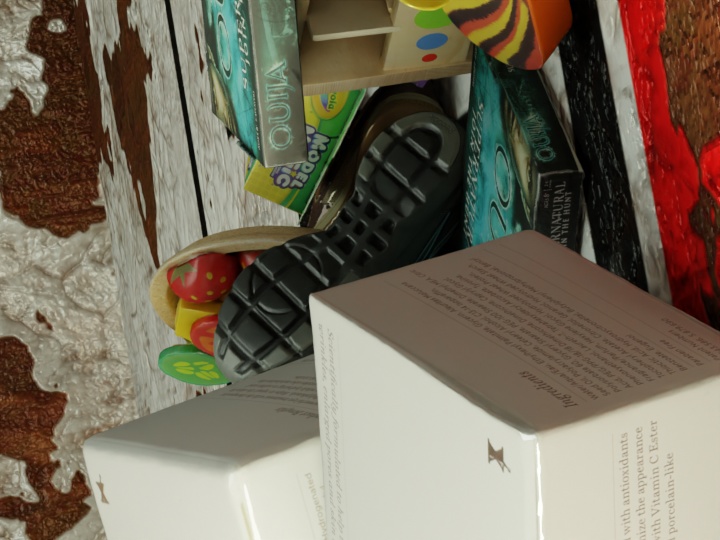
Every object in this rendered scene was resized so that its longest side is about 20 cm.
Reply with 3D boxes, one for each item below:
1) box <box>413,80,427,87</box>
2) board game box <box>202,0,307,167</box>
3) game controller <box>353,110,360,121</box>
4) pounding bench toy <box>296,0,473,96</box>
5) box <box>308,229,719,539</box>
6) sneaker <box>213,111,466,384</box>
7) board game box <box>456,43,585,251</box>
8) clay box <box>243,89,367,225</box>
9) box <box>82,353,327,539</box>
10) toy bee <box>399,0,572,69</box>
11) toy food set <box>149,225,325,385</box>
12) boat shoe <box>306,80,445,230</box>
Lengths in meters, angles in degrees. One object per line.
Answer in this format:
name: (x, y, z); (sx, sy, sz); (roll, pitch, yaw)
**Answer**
box: (-0.030, -0.201, 1.804); (0.039, 0.137, 0.200); (-55, 31, 20)
board game box: (-0.064, -0.169, 1.578); (0.135, 0.028, 0.200); (-134, 37, -68)
game controller: (-0.007, -0.062, 2.017); (0.200, 0.042, 0.104); (-115, 20, -57)
pounding bench toy: (0.004, -0.227, 1.628); (0.156, 0.124, 0.200); (104, 155, -62)
box: (0.082, 0.113, 1.360); (0.200, 0.131, 0.199); (32, 131, 53)
sneaker: (0.000, 0.000, 1.703); (0.075, 0.200, 0.079); (44, 177, 31)
board game box: (0.086, -0.021, 1.618); (0.135, 0.028, 0.200); (-109, 16, -46)
clay box: (-0.030, -0.118, 1.848); (0.200, 0.048, 0.115); (-87, 22, -67)
box: (-0.016, 0.160, 1.559); (0.199, 0.171, 0.200); (3, 109, 62)
toy bee: (0.054, -0.198, 1.446); (0.131, 0.109, 0.200); (-37, -39, -51)
toy food set: (-0.036, 0.031, 1.852); (0.198, 0.200, 0.049); (106, 170, -64)
boat shoe: (0.006, -0.052, 1.858); (0.072, 0.072, 0.200); (-93, 18, -44)
